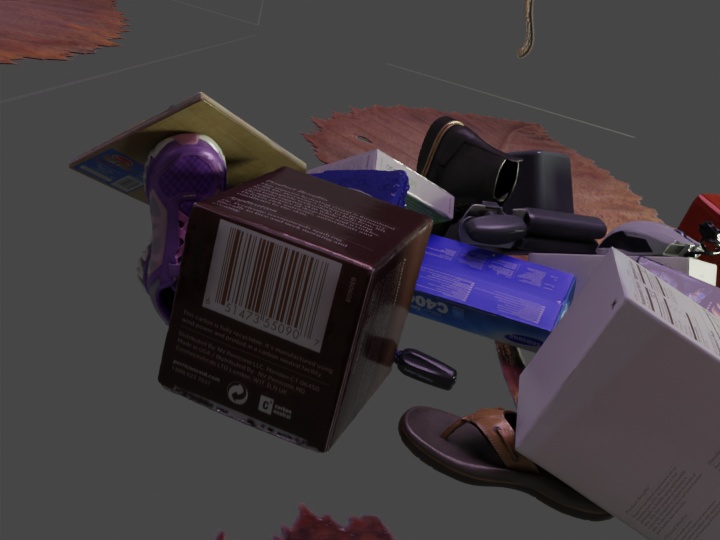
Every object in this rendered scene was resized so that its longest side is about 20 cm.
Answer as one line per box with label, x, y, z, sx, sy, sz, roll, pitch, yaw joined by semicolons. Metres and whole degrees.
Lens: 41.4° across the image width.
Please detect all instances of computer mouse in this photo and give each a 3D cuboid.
computer mouse;0.354;-0.036;1.097;0.108;0.045;0.198;6;-2;-35

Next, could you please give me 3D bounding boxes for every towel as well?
towel;-0.051;-0.054;1.010;0.196;0.050;0.149;-1;35;18

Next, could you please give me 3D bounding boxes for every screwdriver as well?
screwdriver;0.005;0.072;0.952;0.197;0.028;0.029;24;-18;8

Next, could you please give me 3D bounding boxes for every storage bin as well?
storage bin;0.191;-0.087;1.277;0.197;0.138;0.144;0;0;44

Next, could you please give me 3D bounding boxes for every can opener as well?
can opener;0.210;-0.040;1.139;0.196;0.054;0.067;6;31;-19

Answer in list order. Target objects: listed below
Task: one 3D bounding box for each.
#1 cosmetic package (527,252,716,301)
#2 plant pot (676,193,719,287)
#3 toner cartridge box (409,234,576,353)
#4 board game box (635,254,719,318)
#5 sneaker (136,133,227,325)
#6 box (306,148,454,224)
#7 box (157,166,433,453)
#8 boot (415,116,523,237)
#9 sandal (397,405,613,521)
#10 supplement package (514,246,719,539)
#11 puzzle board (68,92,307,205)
cosmetic package;0.304;0.027;1.123;0.197;0.087;0.107;4;-1;37
plant pot;0.499;0.036;1.224;0.197;0.203;0.176;-2;36;-41
toner cartridge box;0.139;0.024;1.093;0.196;0.044;0.096;17;50;21
board game box;0.296;0.089;0.953;0.134;0.035;0.201;25;62;27
sneaker;-0.162;-0.029;0.883;0.079;0.203;0.089;-1;40;-20
box;-0.003;-0.085;1.163;0.198;0.037;0.143;-9;-26;44
box;-0.051;0.024;0.841;0.163;0.167;0.200;19;19;13
boot;0.120;-0.074;1.192;0.076;0.204;0.138;-8;30;-38
sandal;0.129;0.151;0.802;0.196;0.056;0.082;20;21;9
supplement package;0.250;0.113;0.780;0.198;0.153;0.151;33;19;0
puzzle board;-0.159;-0.103;0.914;0.148;0.018;0.199;-21;-21;19
